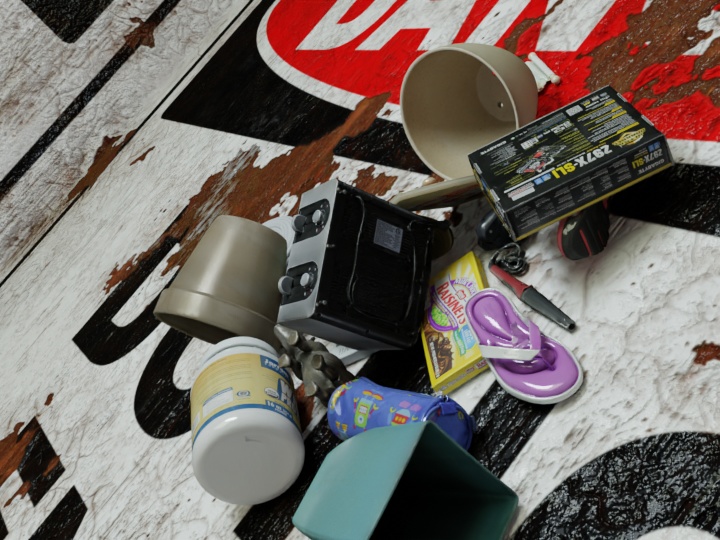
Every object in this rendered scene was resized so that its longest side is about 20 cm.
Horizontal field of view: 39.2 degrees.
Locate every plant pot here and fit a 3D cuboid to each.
[{"bbox_3d":[0.027,0.253,1.040,0.199,0.141,0.142,-14,40,56],"label":"plant pot"},{"bbox_3d":[-0.191,0.018,1.522,0.199,0.199,0.175,0,68,53],"label":"plant pot"}]

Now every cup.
[{"bbox_3d":[0.177,-0.241,1.454,0.199,0.202,0.143,-11,17,46],"label":"cup"}]

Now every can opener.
[{"bbox_3d":[0.225,-0.104,1.309,0.200,0.063,0.079,-46,28,1],"label":"can opener"}]

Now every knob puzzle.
[{"bbox_3d":[0.120,-0.114,1.353,0.217,0.031,0.220,-13,-4,-1],"label":"knob puzzle"}]

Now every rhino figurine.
[{"bbox_3d":[-0.067,0.124,1.363,0.060,0.087,0.200,-54,35,3],"label":"rhino figurine"}]

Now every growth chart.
[{"bbox_3d":[0.213,-0.269,1.589,0.199,0.018,0.145,-37,29,17],"label":"growth chart"}]

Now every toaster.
[{"bbox_3d":[0.000,0.000,1.295,0.118,0.199,0.183,-10,66,53],"label":"toaster"}]

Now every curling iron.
[{"bbox_3d":[0.205,0.019,1.214,0.050,0.026,0.200,-45,28,7],"label":"curling iron"}]

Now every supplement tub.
[{"bbox_3d":[-0.153,0.194,1.342,0.144,0.145,0.201,-38,29,12],"label":"supplement tub"}]

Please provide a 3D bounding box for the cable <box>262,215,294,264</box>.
[{"bbox_3d":[-0.160,-0.006,1.692,0.200,0.069,0.200,-46,28,-1],"label":"cable"}]

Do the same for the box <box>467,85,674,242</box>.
[{"bbox_3d":[0.239,-0.130,1.185,0.198,0.050,0.160,-26,33,3],"label":"box"}]

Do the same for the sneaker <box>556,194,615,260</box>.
[{"bbox_3d":[0.256,-0.081,1.218,0.086,0.074,0.201,-4,38,32],"label":"sneaker"}]

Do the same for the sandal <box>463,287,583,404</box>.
[{"bbox_3d":[0.168,0.079,1.130,0.082,0.050,0.203,-39,38,-4],"label":"sandal"}]

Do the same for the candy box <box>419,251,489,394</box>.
[{"bbox_3d":[0.122,0.063,1.270,0.102,0.026,0.201,-33,31,16],"label":"candy box"}]

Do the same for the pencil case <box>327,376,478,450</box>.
[{"bbox_3d":[0.043,0.174,1.172,0.199,0.077,0.088,4,84,54],"label":"pencil case"}]

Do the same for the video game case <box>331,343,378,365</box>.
[{"bbox_3d":[0.029,0.037,1.436,0.142,0.018,0.201,-26,34,31],"label":"video game case"}]

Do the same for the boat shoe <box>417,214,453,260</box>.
[{"bbox_3d":[0.050,-0.048,1.427,0.198,0.074,0.065,2,12,35],"label":"boat shoe"}]
